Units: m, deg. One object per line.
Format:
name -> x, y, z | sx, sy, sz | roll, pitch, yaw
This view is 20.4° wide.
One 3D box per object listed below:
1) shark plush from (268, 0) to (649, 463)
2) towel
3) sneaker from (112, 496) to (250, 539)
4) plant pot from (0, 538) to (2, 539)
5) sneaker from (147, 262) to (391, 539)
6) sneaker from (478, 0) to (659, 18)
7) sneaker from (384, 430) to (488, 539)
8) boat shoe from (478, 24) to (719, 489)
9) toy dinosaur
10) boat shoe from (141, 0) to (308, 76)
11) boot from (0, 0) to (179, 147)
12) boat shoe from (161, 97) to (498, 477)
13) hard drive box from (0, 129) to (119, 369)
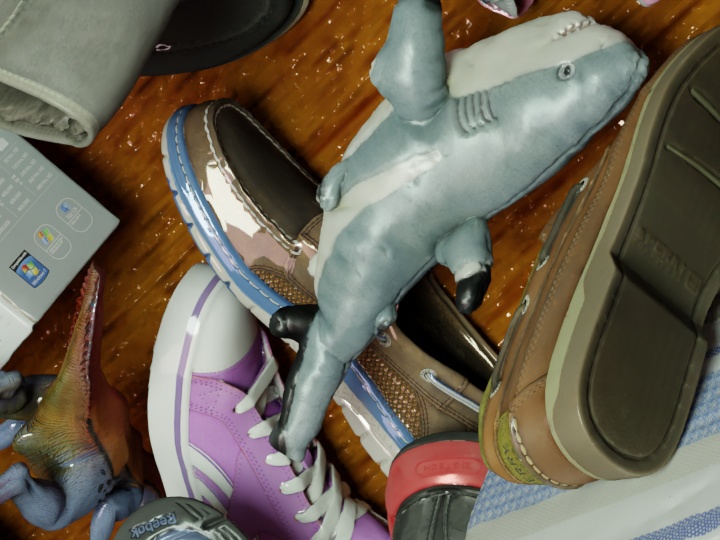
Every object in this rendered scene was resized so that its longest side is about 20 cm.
shark plush -> 0.021, -0.018, 0.745 | 0.200, 0.091, 0.083 | -49, 57, -1
towel -> 0.106, 0.050, 0.718 | 0.147, 0.200, 0.024 | -27, 115, 37
sneaker -> -0.028, 0.176, 0.837 | 0.074, 0.087, 0.201 | -33, 89, -1
plant pot -> -0.239, 0.175, 0.967 | 0.174, 0.201, 0.201 | 30, 122, -7
sneaker -> -0.027, 0.090, 0.886 | 0.114, 0.073, 0.201 | 8, 124, 20
sneaker -> 0.028, -0.130, 0.766 | 0.199, 0.070, 0.082 | 5, 135, 35
sneaker -> 0.053, 0.164, 0.829 | 0.070, 0.098, 0.201 | -6, 130, 15
boat shoe -> 0.096, -0.012, 0.716 | 0.072, 0.200, 0.068 | 46, 146, -21
toy dinosaur -> -0.112, 0.093, 0.870 | 0.200, 0.181, 0.105 | -33, 69, 27
boat shoe -> -0.118, -0.114, 0.849 | 0.200, 0.063, 0.074 | 2, 109, 25
boot -> -0.056, -0.137, 0.711 | 0.181, 0.200, 0.073 | 1, 140, 52
boat shoe -> 0.000, 0.000, 0.836 | 0.072, 0.072, 0.200 | -34, 103, 28
hard drive box -> -0.230, -0.029, 0.888 | 0.200, 0.077, 0.156 | 41, 138, -8
